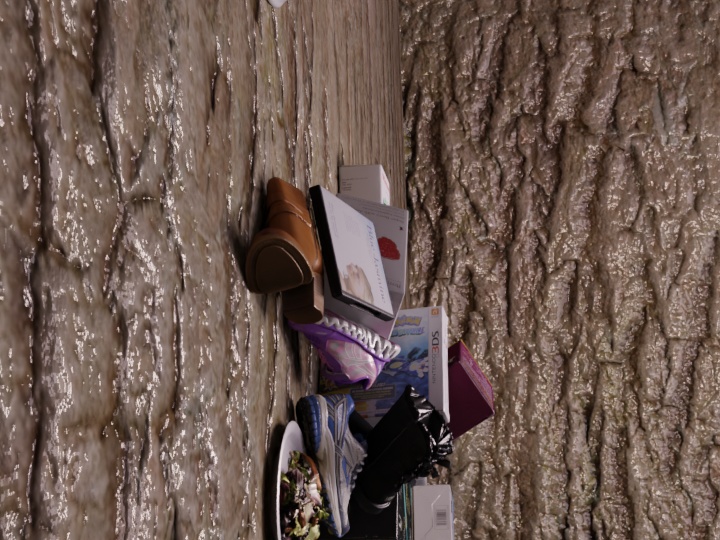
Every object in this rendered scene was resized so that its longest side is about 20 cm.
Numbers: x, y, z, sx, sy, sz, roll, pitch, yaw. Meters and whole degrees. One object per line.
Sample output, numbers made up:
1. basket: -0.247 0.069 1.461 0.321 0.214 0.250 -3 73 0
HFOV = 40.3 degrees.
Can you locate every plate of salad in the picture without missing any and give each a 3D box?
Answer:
1. plate of salad: -0.072 0.286 1.199 0.200 0.047 0.203 -2 90 -83

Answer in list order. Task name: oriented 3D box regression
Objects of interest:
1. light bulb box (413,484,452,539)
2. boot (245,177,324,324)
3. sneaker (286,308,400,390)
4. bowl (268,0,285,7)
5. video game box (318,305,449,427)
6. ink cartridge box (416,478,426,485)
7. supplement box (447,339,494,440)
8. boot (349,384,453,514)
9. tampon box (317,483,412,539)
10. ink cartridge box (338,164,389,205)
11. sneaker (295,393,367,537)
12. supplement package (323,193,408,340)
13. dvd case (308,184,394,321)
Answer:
1. light bulb box: 0.239 0.814 3.169 0.201 0.123 0.201 71 17 -62
2. boot: -0.085 -0.044 1.132 0.200 0.076 0.157 52 28 -60
3. sneaker: -0.030 0.108 1.325 0.199 0.080 0.089 30 89 -46
4. bowl: -0.078 -0.444 1.255 0.201 0.089 0.204 -2 90 -82
5. video game box: 0.036 0.150 1.498 0.047 0.197 0.184 66 21 -50
6. ink cartridge box: 0.192 0.570 3.212 0.201 0.040 0.202 -83 168 -55
7. supplement box: 0.138 0.204 1.597 0.104 0.130 0.200 55 8 -2
8. boot: 0.029 0.220 1.356 0.073 0.163 0.199 1 49 -49
9. tampon box: 0.007 0.363 1.484 0.201 0.124 0.152 74 14 -57
10. ink cartridge box: 0.011 -0.085 1.850 0.145 0.083 0.203 51 36 -78
11. sneaker: -0.025 0.257 1.305 0.077 0.084 0.203 -157 -123 -63
12. supplement package: 0.000 0.000 1.467 0.201 0.120 0.121 -85 -170 -50
13. dvd case: -0.008 -0.018 1.271 0.200 0.017 0.144 29 45 -67
